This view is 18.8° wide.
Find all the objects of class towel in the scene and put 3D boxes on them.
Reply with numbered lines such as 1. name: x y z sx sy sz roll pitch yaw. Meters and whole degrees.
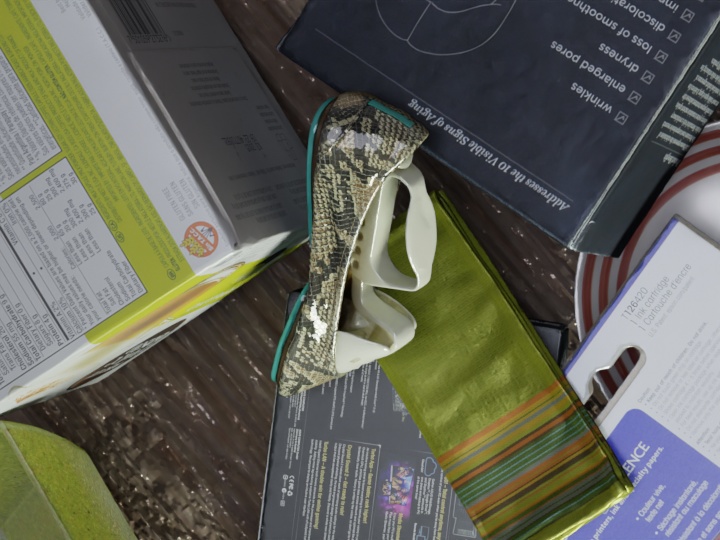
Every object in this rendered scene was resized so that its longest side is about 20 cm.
1. towel: 0.061 0.059 1.181 0.086 0.018 0.200 -36 73 13

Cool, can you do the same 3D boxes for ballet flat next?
1. ballet flat: 0.000 0.000 1.147 0.075 0.068 0.200 23 127 16

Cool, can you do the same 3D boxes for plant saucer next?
1. plant saucer: -0.159 0.190 1.226 0.048 0.200 0.200 -27 80 -30

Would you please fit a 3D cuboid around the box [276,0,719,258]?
1. box: 0.100 -0.142 1.160 0.200 0.124 0.197 36 98 17

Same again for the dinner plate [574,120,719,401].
1. dinner plate: 0.219 0.015 1.203 0.200 0.024 0.200 0 92 13

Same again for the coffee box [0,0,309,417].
1. coffee box: -0.162 -0.053 1.187 0.198 0.200 0.200 -33 86 17

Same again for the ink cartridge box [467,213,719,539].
1. ink cartridge box: 0.196 0.106 1.177 0.200 0.047 0.198 37 97 11

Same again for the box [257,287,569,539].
1. box: 0.027 0.118 1.239 0.160 0.044 0.200 7 94 12
